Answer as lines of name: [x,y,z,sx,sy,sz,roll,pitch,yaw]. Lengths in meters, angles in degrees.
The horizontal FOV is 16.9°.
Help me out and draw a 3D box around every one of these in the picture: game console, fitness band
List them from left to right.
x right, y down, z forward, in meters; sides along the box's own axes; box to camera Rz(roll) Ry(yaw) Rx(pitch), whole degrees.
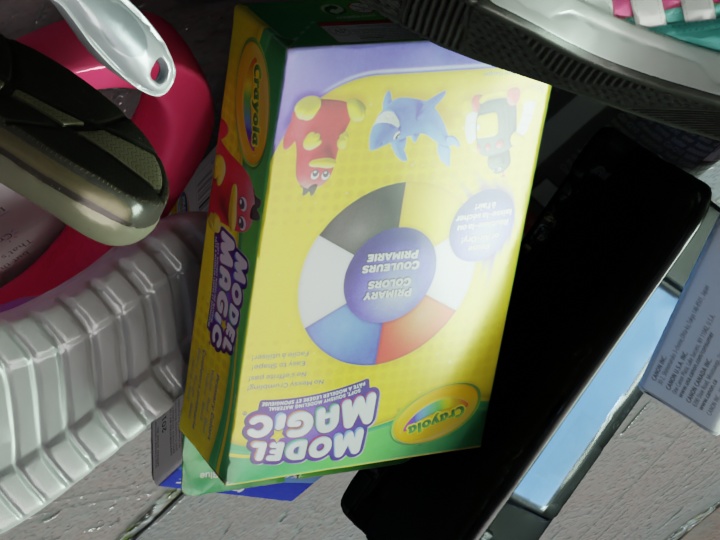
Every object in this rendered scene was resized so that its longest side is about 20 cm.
fitness band: [-0.134,-0.021,0.883,0.143,0.038,0.200,-10,148,-43]
game console: [0.094,0.055,1.006,0.176,0.116,0.201,30,97,-47]

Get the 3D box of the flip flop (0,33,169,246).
flip flop: [-0.152,-0.063,0.766,0.058,0.199,0.081,-54,-177,27]

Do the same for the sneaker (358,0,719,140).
sneaker: [0.089,-0.124,0.812,0.199,0.122,0.084,18,172,-16]

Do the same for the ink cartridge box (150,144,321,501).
ink cartridge box: [-0.035,0.013,1.060,0.076,0.137,0.200,11,150,-27]

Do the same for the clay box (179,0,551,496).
clay box: [0.000,0.000,0.893,0.114,0.048,0.201,-7,119,-29]

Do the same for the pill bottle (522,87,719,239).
pill bottle: [0.132,-0.101,1.075,0.200,0.116,0.116,-41,153,27]

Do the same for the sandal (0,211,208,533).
sandal: [-0.126,0.044,0.905,0.202,0.083,0.050,-26,-161,-21]

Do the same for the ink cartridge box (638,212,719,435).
ink cartridge box: [0.195,-0.051,0.975,0.174,0.043,0.201,-49,165,-37]

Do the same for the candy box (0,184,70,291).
candy box: [-0.205,-0.028,0.918,0.167,0.072,0.200,-31,155,4]

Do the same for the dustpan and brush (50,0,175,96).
dustpan and brush: [-0.120,-0.114,0.727,0.140,0.057,0.200,-60,144,-15]

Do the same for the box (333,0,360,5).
box: [0.002,-0.182,0.791,0.141,0.079,0.200,-31,156,12]
